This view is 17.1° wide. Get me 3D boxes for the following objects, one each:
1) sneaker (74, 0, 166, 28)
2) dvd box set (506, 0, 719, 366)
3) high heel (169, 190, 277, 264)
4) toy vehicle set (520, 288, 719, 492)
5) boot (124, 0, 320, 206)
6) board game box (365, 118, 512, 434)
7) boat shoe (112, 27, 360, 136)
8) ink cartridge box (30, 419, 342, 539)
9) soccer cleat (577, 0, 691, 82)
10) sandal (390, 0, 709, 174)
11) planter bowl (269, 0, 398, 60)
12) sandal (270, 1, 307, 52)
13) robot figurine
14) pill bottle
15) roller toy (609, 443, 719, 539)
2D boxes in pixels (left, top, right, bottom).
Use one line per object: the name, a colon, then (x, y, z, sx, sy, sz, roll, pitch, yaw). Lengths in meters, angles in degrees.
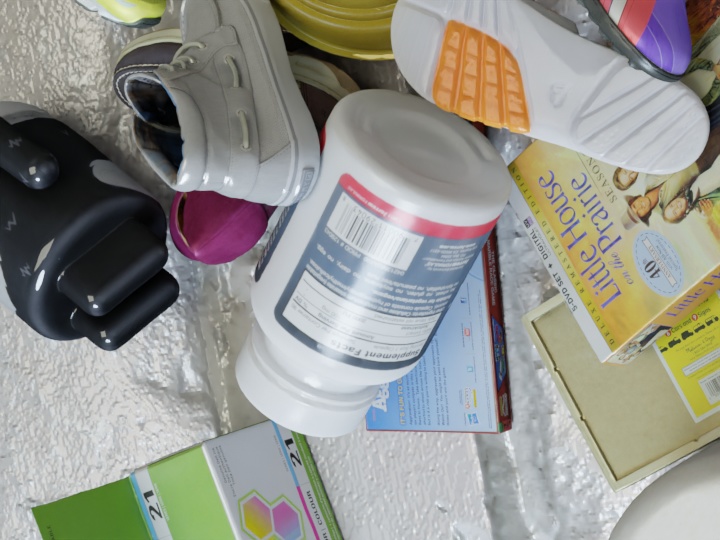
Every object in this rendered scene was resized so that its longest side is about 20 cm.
sneaker: (-0.169, -0.253, 1.561, 0.090, 0.078, 0.200, -30, 80, 32)
dvd box set: (0.184, -0.060, 1.402, 0.200, 0.029, 0.146, -42, 60, 28)
high heel: (-0.107, -0.025, 1.543, 0.067, 0.096, 0.200, 48, 155, -1)
toy vehicle set: (0.203, 0.036, 1.431, 0.200, 0.027, 0.124, -32, 80, 33)
boot: (-0.098, -0.119, 1.454, 0.074, 0.096, 0.200, -65, 35, 33)
board game box: (0.041, 0.004, 1.537, 0.103, 0.019, 0.200, -1, 97, 33)
boat shoe: (-0.090, -0.109, 1.561, 0.200, 0.065, 0.072, 12, 145, 33)
ink cartridge box: (-0.101, 0.189, 1.551, 0.076, 0.200, 0.148, -24, 85, 33)
soccer cleat: (0.155, -0.200, 1.373, 0.073, 0.068, 0.200, -37, 54, 31)
sandal: (0.112, -0.110, 1.415, 0.207, 0.059, 0.079, 28, 101, 17)
planter bowl: (0.001, -0.230, 1.454, 0.200, 0.083, 0.201, 0, 91, 16)
sandal: (-0.031, -0.177, 1.533, 0.200, 0.055, 0.082, 0, 99, 32)
robot figurine: (-0.215, -0.030, 1.631, 0.200, 0.125, 0.150, 38, 118, 29)
pill bottle: (0.000, 0.000, 1.477, 0.120, 0.120, 0.200, 41, 124, 21)
roller toy: (0.234, 0.183, 1.359, 0.182, 0.140, 0.200, -20, 87, 23)
